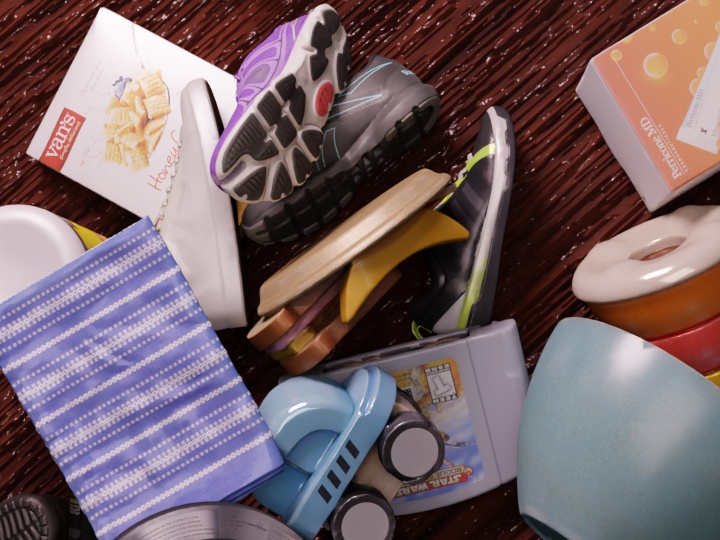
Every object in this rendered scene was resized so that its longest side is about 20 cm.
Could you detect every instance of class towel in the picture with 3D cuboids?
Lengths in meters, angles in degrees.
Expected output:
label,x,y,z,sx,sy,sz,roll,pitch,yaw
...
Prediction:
label,x,y,z,sx,sy,sz,roll,pitch,yaw
towel,-0.157,0.086,0.793,0.143,0.024,0.202,-29,95,1

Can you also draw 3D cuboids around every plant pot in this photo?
label,x,y,z,sx,sy,sz,roll,pitch,yaw
plant pot,0.191,0.151,0.852,0.199,0.200,0.136,36,78,7

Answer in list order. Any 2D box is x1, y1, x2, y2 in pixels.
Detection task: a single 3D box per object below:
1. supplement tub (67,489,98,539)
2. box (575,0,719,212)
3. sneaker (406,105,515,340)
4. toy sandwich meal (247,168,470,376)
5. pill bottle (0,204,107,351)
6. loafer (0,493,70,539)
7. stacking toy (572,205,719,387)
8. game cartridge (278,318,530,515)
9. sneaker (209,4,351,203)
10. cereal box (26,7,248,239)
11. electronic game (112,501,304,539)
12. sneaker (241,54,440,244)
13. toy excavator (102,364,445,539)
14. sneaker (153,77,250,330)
label,x,y,z,sx,sy,sz,roll,pitch,yaw
supplement tub,-0.171,0.229,0.916,0.120,0.123,0.204,0,83,4
box,0.294,-0.157,0.939,0.198,0.097,0.126,-31,83,0
sneaker,0.079,-0.040,0.954,0.081,0.072,0.204,9,84,6
toy sandwich meal,0.000,0.000,0.901,0.204,0.205,0.071,-36,95,0
pill bottle,-0.237,0.017,0.905,0.107,0.200,0.112,0,84,4
loafer,-0.308,0.241,0.950,0.198,0.071,0.074,-25,77,21
stacking toy,0.266,0.062,0.923,0.144,0.146,0.203,-24,102,1
game cartridge,0.044,0.126,0.936,0.196,0.042,0.136,-15,98,7
sneaker,-0.071,-0.128,0.925,0.082,0.081,0.202,-5,42,32
cereal box,-0.168,-0.115,0.995,0.198,0.040,0.146,27,87,6
electronic game,-0.108,0.258,0.792,0.196,0.042,0.204,-2,98,-18
sneaker,-0.026,-0.102,0.978,0.199,0.076,0.079,-39,70,-8
toy excavator,-0.067,0.135,0.851,0.198,0.100,0.196,33,93,-12
sneaker,-0.141,-0.052,0.930,0.083,0.073,0.204,-7,87,1
